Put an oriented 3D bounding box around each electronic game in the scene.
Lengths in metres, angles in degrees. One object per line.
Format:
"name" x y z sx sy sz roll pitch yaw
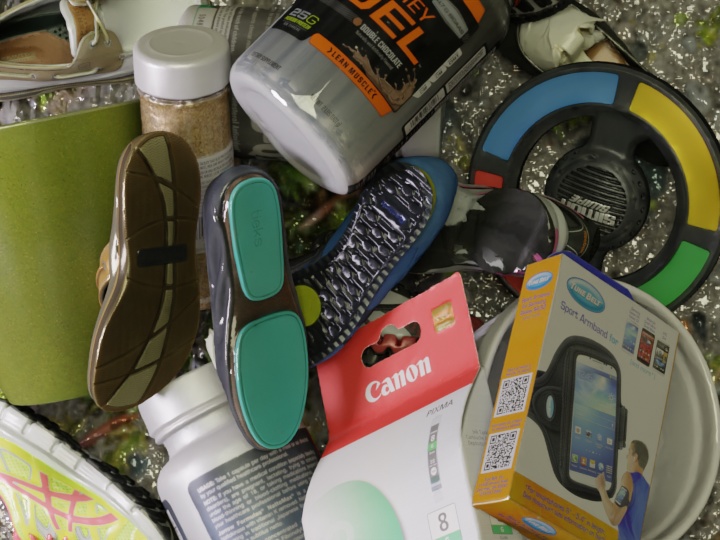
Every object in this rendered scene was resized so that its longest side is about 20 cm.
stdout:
"electronic game" 0.173 -0.053 1.382 0.198 0.042 0.202 5 105 21

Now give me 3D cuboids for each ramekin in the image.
"ramekin" 0.146 0.112 1.335 0.199 0.105 0.202 5 77 -24

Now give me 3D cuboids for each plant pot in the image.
"plant pot" -0.231 -0.010 1.378 0.185 0.187 0.202 -11 96 2

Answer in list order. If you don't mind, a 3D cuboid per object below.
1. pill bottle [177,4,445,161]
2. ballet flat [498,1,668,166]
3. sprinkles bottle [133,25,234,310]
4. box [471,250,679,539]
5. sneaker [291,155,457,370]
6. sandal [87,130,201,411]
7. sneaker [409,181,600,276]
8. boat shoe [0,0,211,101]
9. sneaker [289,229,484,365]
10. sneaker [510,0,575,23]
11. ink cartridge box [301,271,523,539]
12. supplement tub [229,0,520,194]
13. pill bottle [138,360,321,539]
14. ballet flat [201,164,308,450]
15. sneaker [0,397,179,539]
"pill bottle" -0.036 -0.137 1.403 0.198 0.113 0.114 4 83 5
"ballet flat" 0.177 -0.157 1.416 0.199 0.068 0.068 37 86 7
"sprinkles bottle" -0.123 -0.071 1.346 0.068 0.068 0.201 2 121 3
"box" 0.147 0.085 1.238 0.119 0.041 0.201 31 62 -29
"sneaker" 0.000 0.000 1.340 0.066 0.078 0.200 46 111 13
"sandal" -0.154 -0.001 1.311 0.080 0.054 0.202 -3 106 -35
"sneaker" 0.091 -0.026 1.369 0.199 0.086 0.081 19 98 49
"boat shoe" -0.211 -0.180 1.440 0.199 0.068 0.075 -20 81 0
"sneaker" 0.000 0.021 1.401 0.199 0.071 0.099 8 85 6
"sneaker" 0.079 -0.235 1.408 0.198 0.074 0.082 4 74 27
"ink cartridge box" 0.022 0.121 1.272 0.160 0.050 0.202 -30 64 40
"supplement tub" 0.017 -0.160 1.287 0.122 0.123 0.200 42 78 7
"pill bottle" -0.078 0.168 1.363 0.119 0.120 0.201 -27 82 -1
"ballet flat" -0.078 0.024 1.311 0.072 0.073 0.202 -5 104 2
"sneaker" -0.212 0.182 1.394 0.199 0.078 0.091 33 86 18
